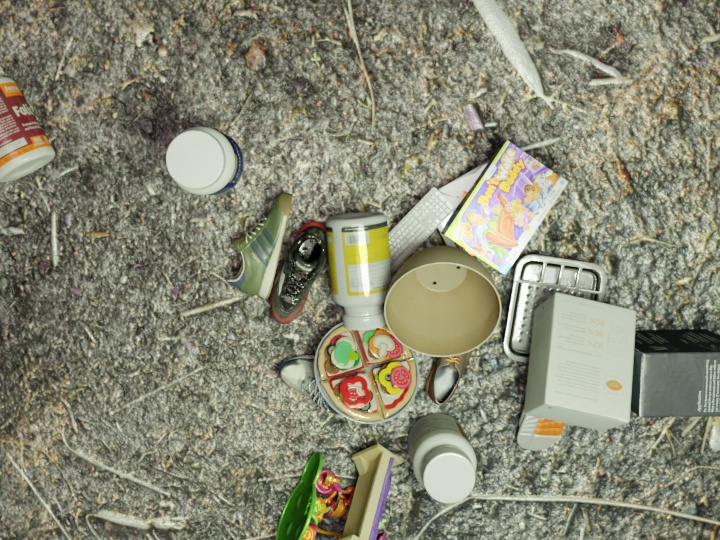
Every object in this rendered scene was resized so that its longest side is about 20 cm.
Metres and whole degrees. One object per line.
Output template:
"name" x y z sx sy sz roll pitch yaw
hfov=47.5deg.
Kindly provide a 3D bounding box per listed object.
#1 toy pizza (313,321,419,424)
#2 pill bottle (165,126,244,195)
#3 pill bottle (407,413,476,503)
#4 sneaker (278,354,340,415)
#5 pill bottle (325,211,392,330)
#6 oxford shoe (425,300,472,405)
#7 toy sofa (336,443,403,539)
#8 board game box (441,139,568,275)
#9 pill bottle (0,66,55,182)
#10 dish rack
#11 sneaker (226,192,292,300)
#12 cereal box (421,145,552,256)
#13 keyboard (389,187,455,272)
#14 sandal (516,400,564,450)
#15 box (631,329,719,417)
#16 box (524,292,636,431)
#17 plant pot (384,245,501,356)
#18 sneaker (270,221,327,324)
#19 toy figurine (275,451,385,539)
"toy pizza" 0.015 0.178 1.485 0.199 0.032 0.201 6 65 -13
"pill bottle" -0.268 -0.187 1.410 0.115 0.200 0.116 0 96 -1
"pill bottle" 0.147 0.337 1.466 0.114 0.200 0.115 0 96 -1
"sneaker" -0.057 0.219 1.506 0.199 0.085 0.077 22 102 -2
"pill bottle" 0.000 0.000 1.467 0.112 0.112 0.201 -5 100 0
"oxford shoe" 0.176 0.155 1.513 0.071 0.073 0.201 15 95 -2
"toy sofa" 0.021 0.425 1.473 0.097 0.200 0.083 37 135 -18
"board game box" 0.256 -0.112 1.462 0.134 0.045 0.200 33 95 -4
"pill bottle" -0.638 -0.268 1.441 0.114 0.114 0.200 -28 96 2
"dish rack" 0.357 0.076 1.523 0.171 0.044 0.201 8 95 -2
"sneaker" -0.188 -0.051 1.490 0.090 0.067 0.201 14 98 -7
"cereal box" 0.231 -0.119 1.504 0.200 0.040 0.144 -30 95 2
"keyboard" 0.086 -0.063 1.499 0.056 0.011 0.200 44 107 -1
"sandal" 0.351 0.239 1.529 0.079 0.059 0.207 16 104 -8
"box" 0.562 0.180 1.460 0.199 0.197 0.118 0 97 -1
"box" 0.380 0.160 1.421 0.152 0.106 0.201 13 70 -5
"plant pot" 0.144 0.033 1.448 0.199 0.135 0.201 2 125 3
"sneaker" -0.113 0.007 1.483 0.071 0.098 0.201 24 96 -5
"toy figurine" -0.036 0.467 1.533 0.184 0.150 0.201 26 70 -16
